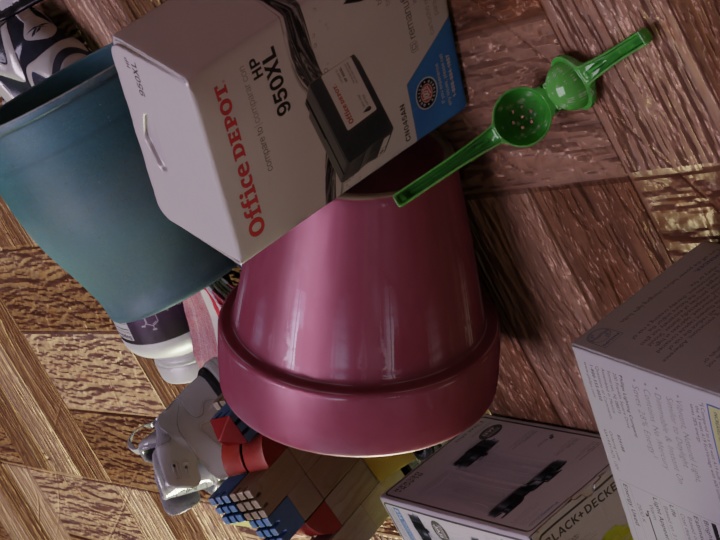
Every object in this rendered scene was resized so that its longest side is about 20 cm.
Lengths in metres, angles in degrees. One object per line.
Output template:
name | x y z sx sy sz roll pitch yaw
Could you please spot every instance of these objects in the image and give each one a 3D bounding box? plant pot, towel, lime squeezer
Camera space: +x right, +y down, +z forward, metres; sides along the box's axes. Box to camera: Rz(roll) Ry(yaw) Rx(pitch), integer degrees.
plant pot | -0.182 -0.070 1.534 0.200 0.199 0.189 -2 119 61
towel | -0.089 0.078 1.614 0.200 0.023 0.145 35 149 45
plant pot | 0.000 0.000 1.341 0.199 0.199 0.180 31 132 40
lime squeezer | 0.104 -0.101 1.159 0.199 0.070 0.038 -32 76 36

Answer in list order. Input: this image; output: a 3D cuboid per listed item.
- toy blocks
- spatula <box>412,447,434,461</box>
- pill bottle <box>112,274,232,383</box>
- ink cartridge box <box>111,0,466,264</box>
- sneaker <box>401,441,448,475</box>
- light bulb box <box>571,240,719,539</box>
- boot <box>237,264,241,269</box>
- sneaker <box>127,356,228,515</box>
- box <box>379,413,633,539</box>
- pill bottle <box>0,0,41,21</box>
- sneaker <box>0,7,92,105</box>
toy blocks | -0.052 0.151 1.469 0.100 0.137 0.201 -16 113 48
spatula | -0.010 0.078 1.534 0.200 0.020 0.057 47 119 26
pill bottle | -0.180 -0.003 1.728 0.112 0.112 0.201 16 136 54
ink cartridge box | -0.040 -0.122 1.221 0.084 0.199 0.145 31 147 41
sneaker | 0.012 0.113 1.567 0.200 0.082 0.078 50 156 13
light bulb box | 0.248 0.111 1.091 0.199 0.124 0.199 19 137 51
boot | -0.015 0.032 1.503 0.200 0.090 0.073 52 155 7
sneaker | -0.096 0.172 1.582 0.200 0.115 0.075 47 158 18
box | 0.116 0.168 1.410 0.199 0.116 0.060 2 124 59
pill bottle | -0.299 -0.308 1.557 0.112 0.112 0.201 1 122 60
sneaker | -0.306 -0.170 1.785 0.130 0.079 0.200 49 155 14
